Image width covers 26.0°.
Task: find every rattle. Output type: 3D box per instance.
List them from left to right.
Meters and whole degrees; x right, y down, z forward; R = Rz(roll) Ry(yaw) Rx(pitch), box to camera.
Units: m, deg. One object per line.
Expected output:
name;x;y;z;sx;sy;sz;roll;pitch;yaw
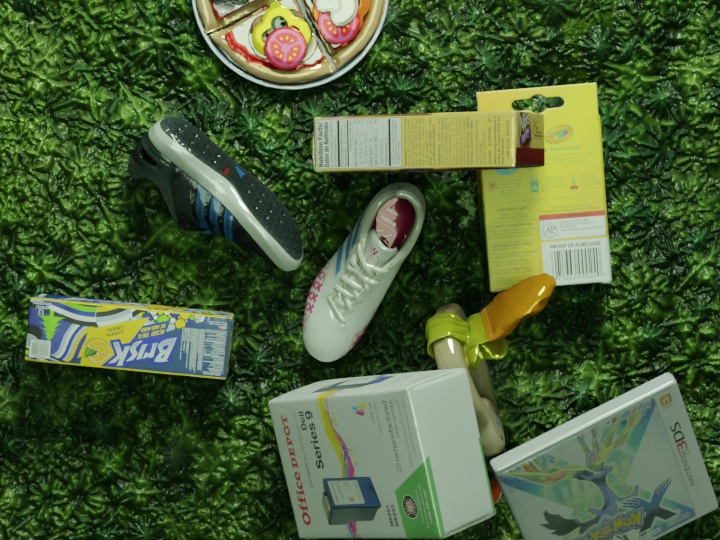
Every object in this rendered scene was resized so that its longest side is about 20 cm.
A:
rattle;0.153;0.117;1.538;0.142;0.130;0.201;-24;95;-2

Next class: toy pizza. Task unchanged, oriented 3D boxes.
toy pizza;-0.070;-0.281;1.553;0.199;0.032;0.201;0;93;-3

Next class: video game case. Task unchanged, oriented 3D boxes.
video game case;0.247;0.215;1.562;0.199;0.022;0.183;-26;122;-1

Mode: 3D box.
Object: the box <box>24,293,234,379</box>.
box;-0.227;0.065;1.546;0.199;0.070;0.065;6;92;-3

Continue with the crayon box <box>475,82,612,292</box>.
crayon box;0.182;-0.083;1.567;0.126;0.051;0.201;-4;94;-2

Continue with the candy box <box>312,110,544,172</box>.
candy box;0.067;-0.122;1.495;0.199;0.117;0.057;1;94;21

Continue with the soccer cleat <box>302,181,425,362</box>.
soccer cleat;0.000;0.000;1.545;0.070;0.086;0.201;28;92;-4

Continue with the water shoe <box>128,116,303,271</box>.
water shoe;-0.143;-0.065;1.555;0.200;0.072;0.079;45;118;-6

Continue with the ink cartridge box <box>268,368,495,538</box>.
ink cartridge box;0.017;0.178;1.500;0.087;0.199;0.146;-15;95;-43
